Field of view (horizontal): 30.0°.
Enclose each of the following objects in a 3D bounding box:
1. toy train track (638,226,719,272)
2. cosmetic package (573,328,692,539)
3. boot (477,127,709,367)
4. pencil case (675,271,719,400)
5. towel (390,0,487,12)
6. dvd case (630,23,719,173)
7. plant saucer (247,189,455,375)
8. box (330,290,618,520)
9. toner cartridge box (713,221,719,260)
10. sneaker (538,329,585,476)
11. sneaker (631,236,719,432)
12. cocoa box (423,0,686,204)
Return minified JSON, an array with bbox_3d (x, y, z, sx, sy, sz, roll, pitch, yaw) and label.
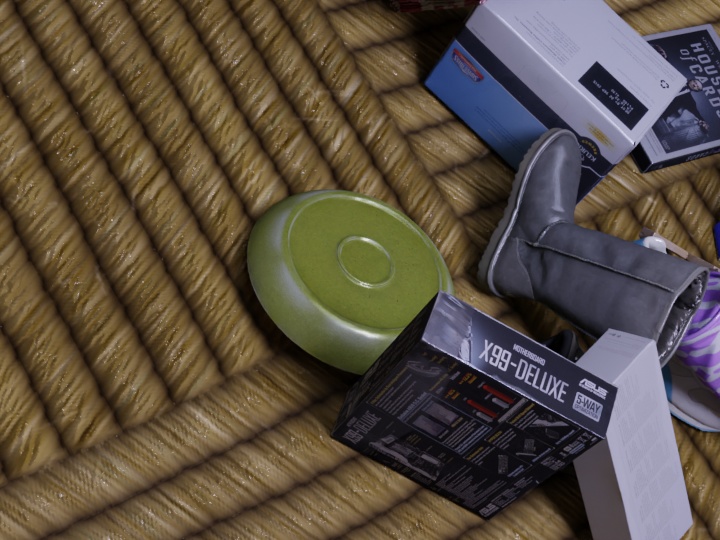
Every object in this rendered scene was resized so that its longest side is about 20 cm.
[{"bbox_3d":[0.350,0.016,1.327,0.198,0.115,0.033,27,97,-22],"label":"toy train track"},{"bbox_3d":[0.218,0.154,1.104,0.082,0.050,0.202,-40,127,-33],"label":"cosmetic package"},{"bbox_3d":[0.214,-0.024,1.180,0.072,0.199,0.184,25,85,-44],"label":"boot"},{"bbox_3d":[0.351,0.085,1.196,0.199,0.085,0.085,39,67,-24],"label":"pencil case"},{"bbox_3d":[0.122,-0.294,1.297,0.143,0.200,0.023,-33,109,-16],"label":"towel"},{"bbox_3d":[0.348,-0.192,1.466,0.198,0.025,0.152,-16,70,-31],"label":"dvd case"},{"bbox_3d":[0.000,0.000,1.159,0.197,0.031,0.202,16,46,-17],"label":"plant saucer"},{"bbox_3d":[0.082,0.112,1.048,0.156,0.200,0.050,28,56,-6],"label":"box"},{"bbox_3d":[0.448,-0.066,1.330,0.094,0.200,0.044,12,57,-18],"label":"toner cartridge box"},{"bbox_3d":[0.195,0.117,1.152,0.197,0.115,0.077,17,45,-19],"label":"sneaker"},{"bbox_3d":[0.300,0.062,1.258,0.076,0.081,0.201,-32,83,-37],"label":"sneaker"},{"bbox_3d":[0.189,-0.185,1.317,0.200,0.131,0.133,43,51,3],"label":"cocoa box"}]
